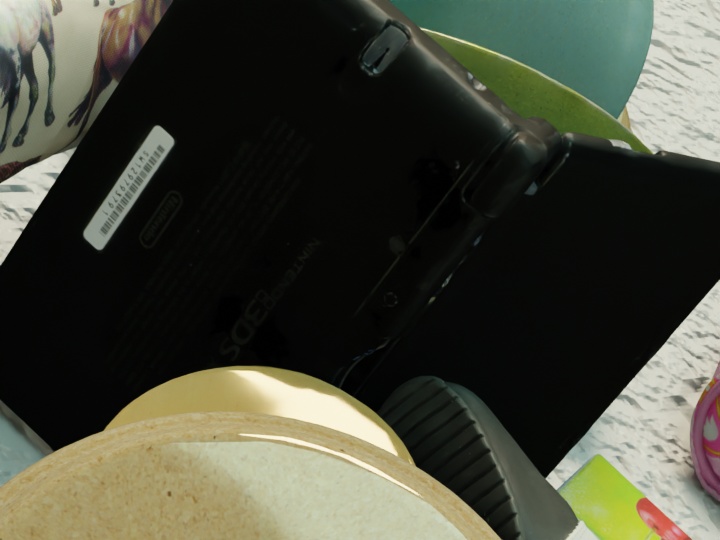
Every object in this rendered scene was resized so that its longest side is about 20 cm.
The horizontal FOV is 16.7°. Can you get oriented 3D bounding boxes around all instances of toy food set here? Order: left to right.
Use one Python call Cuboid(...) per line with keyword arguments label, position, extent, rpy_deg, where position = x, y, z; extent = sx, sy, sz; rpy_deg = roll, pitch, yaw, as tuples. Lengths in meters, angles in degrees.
Cuboid(label="toy food set", position=(-0.039, 0.127, 0.662), extent=(0.198, 0.049, 0.200), rpy_deg=(-33, 71, -23))

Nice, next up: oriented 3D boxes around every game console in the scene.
Cuboid(label="game console", position=(0.000, 0.000, 0.793), extent=(0.176, 0.200, 0.116), rpy_deg=(42, 30, 8))

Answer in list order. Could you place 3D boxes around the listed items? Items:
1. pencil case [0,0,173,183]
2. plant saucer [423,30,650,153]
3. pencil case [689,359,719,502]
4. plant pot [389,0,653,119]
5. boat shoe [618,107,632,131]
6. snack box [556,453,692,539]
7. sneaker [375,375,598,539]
Cuboid(label="pencil case", position=(-0.132, -0.062, 0.742), extent=(0.078, 0.089, 0.200), rpy_deg=(33, 38, 23))
Cuboid(label="plant saucer", position=(0.013, -0.023, 0.863), extent=(0.200, 0.200, 0.031), rpy_deg=(26, 65, -18))
Cuboid(label="pencil case", position=(0.208, 0.039, 1.065), extent=(0.087, 0.087, 0.200), rpy_deg=(41, 32, 6))
Cuboid(label="plant pot", position=(0.010, -0.120, 0.988), extent=(0.188, 0.200, 0.200), rpy_deg=(31, 29, -36))
Cuboid(label="boat shoe", position=(0.092, -0.011, 1.043), extent=(0.076, 0.072, 0.200), rpy_deg=(43, 36, -18))
Cuboid(label="snack box", position=(0.081, 0.157, 0.809), extent=(0.142, 0.053, 0.200), rpy_deg=(42, 32, 10))
Cuboid(label="sneaker", position=(0.066, 0.121, 0.732), extent=(0.088, 0.074, 0.200), rpy_deg=(-2, 59, -46))
